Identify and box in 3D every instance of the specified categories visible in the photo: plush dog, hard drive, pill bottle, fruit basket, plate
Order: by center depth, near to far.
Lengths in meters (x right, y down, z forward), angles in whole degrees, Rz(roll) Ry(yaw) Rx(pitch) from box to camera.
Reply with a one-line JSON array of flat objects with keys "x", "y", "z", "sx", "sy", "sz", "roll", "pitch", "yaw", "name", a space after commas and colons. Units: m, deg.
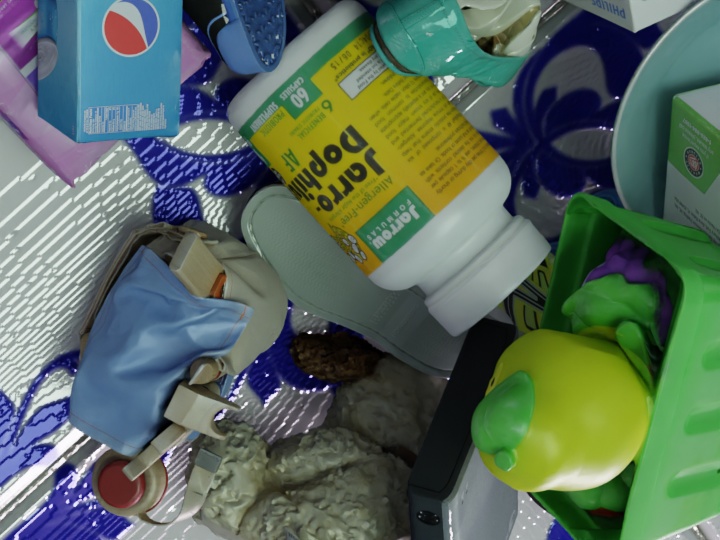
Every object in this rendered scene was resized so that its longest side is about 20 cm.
[{"x": 0.134, "y": 0.071, "z": 1.276, "sx": 0.215, "sy": 0.156, "sz": 0.216, "roll": -12, "pitch": 120, "yaw": -21, "name": "fruit basket"}, {"x": 0.021, "y": -0.060, "z": 1.323, "sx": 0.113, "sy": 0.113, "sz": 0.200, "roll": -42, "pitch": 92, "yaw": -6, "name": "pill bottle"}, {"x": 0.067, "y": 0.146, "z": 1.360, "sx": 0.200, "sy": 0.033, "sz": 0.140, "roll": 85, "pitch": 23, "yaw": -50, "name": "hard drive"}, {"x": 0.245, "y": -0.105, "z": 1.383, "sx": 0.200, "sy": 0.026, "sz": 0.200, "roll": -14, "pitch": 126, "yaw": -19, "name": "plate"}, {"x": 0.007, "y": 0.134, "z": 1.442, "sx": 0.200, "sy": 0.160, "sz": 0.172, "roll": 42, "pitch": 65, "yaw": -34, "name": "plush dog"}]

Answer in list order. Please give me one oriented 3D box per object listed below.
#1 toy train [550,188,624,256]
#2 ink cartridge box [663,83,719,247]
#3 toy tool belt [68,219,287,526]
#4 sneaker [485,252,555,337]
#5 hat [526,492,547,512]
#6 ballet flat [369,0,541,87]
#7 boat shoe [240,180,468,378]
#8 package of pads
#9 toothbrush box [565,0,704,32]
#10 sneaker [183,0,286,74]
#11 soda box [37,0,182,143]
[{"x": 0.199, "y": -0.010, "z": 1.485, "sx": 0.200, "sy": 0.114, "sz": 0.087, "roll": -48, "pitch": 124, "yaw": -2, "name": "toy train"}, {"x": 0.260, "y": -0.001, "z": 1.348, "sx": 0.084, "sy": 0.146, "sz": 0.200, "roll": -16, "pitch": 127, "yaw": -20, "name": "ink cartridge box"}, {"x": -0.129, "y": 0.067, "z": 1.331, "sx": 0.125, "sy": 0.123, "sz": 0.200, "roll": 25, "pitch": 96, "yaw": 10, "name": "toy tool belt"}, {"x": 0.106, "y": 0.005, "z": 1.414, "sx": 0.076, "sy": 0.200, "sz": 0.075, "roll": -36, "pitch": 170, "yaw": 20, "name": "sneaker"}, {"x": 0.170, "y": 0.136, "z": 1.493, "sx": 0.081, "sy": 0.201, "sz": 0.201, "roll": -45, "pitch": 124, "yaw": -10, "name": "hat"}, {"x": 0.075, "y": -0.152, "z": 1.330, "sx": 0.070, "sy": 0.200, "sz": 0.067, "roll": -31, "pitch": 83, "yaw": 23, "name": "ballet flat"}, {"x": 0.000, "y": 0.000, "z": 1.419, "sx": 0.076, "sy": 0.060, "sz": 0.200, "roll": -42, "pitch": 116, "yaw": 16, "name": "boat shoe"}, {"x": -0.191, "y": -0.157, "z": 1.243, "sx": 0.121, "sy": 0.076, "sz": 0.200, "roll": -45, "pitch": 124, "yaw": -7, "name": "package of pads"}, {"x": 0.148, "y": -0.268, "z": 1.333, "sx": 0.086, "sy": 0.146, "sz": 0.200, "roll": -24, "pitch": 119, "yaw": -18, "name": "toothbrush box"}, {"x": -0.108, "y": -0.204, "z": 1.248, "sx": 0.070, "sy": 0.078, "sz": 0.200, "roll": -40, "pitch": 113, "yaw": -60, "name": "sneaker"}, {"x": -0.138, "y": -0.175, "z": 1.180, "sx": 0.064, "sy": 0.068, "sz": 0.200, "roll": -6, "pitch": 109, "yaw": -27, "name": "soda box"}]
